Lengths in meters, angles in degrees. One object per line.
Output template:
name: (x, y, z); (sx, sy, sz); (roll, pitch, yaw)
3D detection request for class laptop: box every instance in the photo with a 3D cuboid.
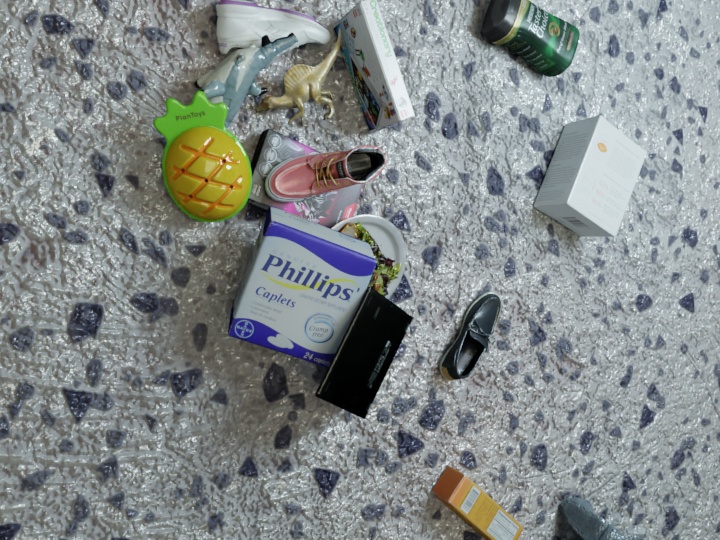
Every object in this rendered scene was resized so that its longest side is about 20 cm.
laptop: (-0.004, 0.139, 1.046); (0.199, 0.115, 0.189); (36, 77, -44)

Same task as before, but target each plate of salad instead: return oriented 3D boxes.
plate of salad: (0.000, 0.000, 1.088); (0.198, 0.048, 0.203); (-13, 119, -24)

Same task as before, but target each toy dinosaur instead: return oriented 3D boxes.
toy dinosaur: (-0.081, -0.311, 1.043); (0.199, 0.058, 0.101); (-40, 125, -2)

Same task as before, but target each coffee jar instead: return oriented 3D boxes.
coffee jar: (0.337, -0.478, 1.227); (0.198, 0.085, 0.106); (20, 84, -23)

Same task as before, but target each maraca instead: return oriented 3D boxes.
maraca: (-0.245, -0.172, 0.957); (0.135, 0.107, 0.203); (-16, 113, -8)

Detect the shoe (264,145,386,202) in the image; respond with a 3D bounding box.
shoe: (-0.055, -0.163, 1.005); (0.198, 0.091, 0.072); (-18, 99, -23)

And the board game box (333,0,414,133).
board game box: (0.021, -0.350, 1.067); (0.034, 0.126, 0.202); (-25, 102, -20)

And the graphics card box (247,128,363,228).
graphics card box: (-0.097, -0.147, 1.065); (0.198, 0.051, 0.127); (22, 84, -23)

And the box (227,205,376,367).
box: (-0.097, 0.027, 0.995); (0.182, 0.105, 0.202); (19, 104, -13)

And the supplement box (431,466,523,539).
supplement box: (0.237, 0.483, 1.233); (0.200, 0.066, 0.069); (47, 71, -19)

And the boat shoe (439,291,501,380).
boat shoe: (0.229, 0.132, 1.217); (0.074, 0.062, 0.201); (39, 75, -19)

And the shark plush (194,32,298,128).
shark plush: (-0.186, -0.314, 0.995); (0.200, 0.091, 0.083); (-46, 123, -5)

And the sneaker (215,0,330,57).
sneaker: (-0.148, -0.391, 1.032); (0.197, 0.075, 0.101); (0, 112, -25)

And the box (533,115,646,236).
box: (0.484, -0.193, 1.293); (0.151, 0.106, 0.202); (27, 81, -22)

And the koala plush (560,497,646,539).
koala plush: (0.539, 0.618, 1.329); (0.199, 0.183, 0.179); (27, 82, -34)
